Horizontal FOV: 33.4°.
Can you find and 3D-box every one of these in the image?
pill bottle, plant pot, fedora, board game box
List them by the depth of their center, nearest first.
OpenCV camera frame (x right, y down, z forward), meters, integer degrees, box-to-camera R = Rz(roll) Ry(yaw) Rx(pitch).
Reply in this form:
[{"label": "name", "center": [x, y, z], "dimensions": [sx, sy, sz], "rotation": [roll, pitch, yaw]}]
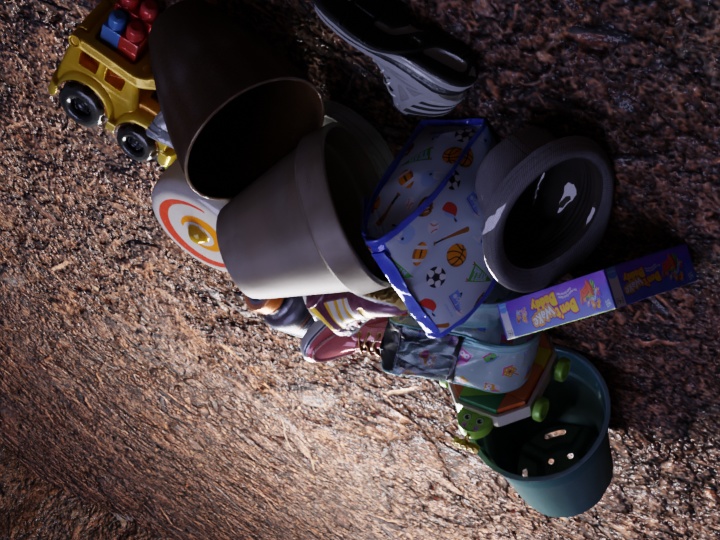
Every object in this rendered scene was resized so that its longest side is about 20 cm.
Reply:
[{"label": "fedora", "center": [0.189, -0.081, 1.322], "dimensions": [0.091, 0.176, 0.201], "rotation": [50, 175, 38]}, {"label": "board game box", "center": [0.270, 0.026, 1.391], "dimensions": [0.199, 0.133, 0.046], "rotation": [-25, 82, 59]}, {"label": "plant pot", "center": [-0.069, -0.049, 1.411], "dimensions": [0.171, 0.202, 0.201], "rotation": [-20, 128, 19]}, {"label": "plant pot", "center": [-0.170, -0.222, 1.430], "dimensions": [0.201, 0.185, 0.188], "rotation": [54, 162, 27]}, {"label": "plant pot", "center": [0.267, 0.240, 1.680], "dimensions": [0.198, 0.202, 0.197], "rotation": [15, 155, 31]}, {"label": "pill bottle", "center": [-0.072, 0.045, 1.734], "dimensions": [0.198, 0.108, 0.105], "rotation": [19, 167, -42]}]

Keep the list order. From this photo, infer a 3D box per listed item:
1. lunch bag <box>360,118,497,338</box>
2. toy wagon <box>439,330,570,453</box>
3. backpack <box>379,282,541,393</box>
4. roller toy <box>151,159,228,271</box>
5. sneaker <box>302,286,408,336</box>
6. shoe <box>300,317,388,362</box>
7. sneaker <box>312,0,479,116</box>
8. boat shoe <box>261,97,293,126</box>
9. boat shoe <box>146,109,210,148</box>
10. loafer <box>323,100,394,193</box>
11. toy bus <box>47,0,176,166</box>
[{"label": "lunch bag", "center": [0.091, -0.049, 1.395], "dimensions": [0.123, 0.201, 0.171], "rotation": [3, 140, 43]}, {"label": "toy wagon", "center": [0.182, 0.152, 1.605], "dimensions": [0.153, 0.201, 0.040], "rotation": [17, 147, 28]}, {"label": "backpack", "center": [0.139, 0.062, 1.543], "dimensions": [0.197, 0.176, 0.155], "rotation": [19, 122, 3]}, {"label": "roller toy", "center": [-0.196, -0.094, 1.697], "dimensions": [0.198, 0.141, 0.183], "rotation": [3, 140, 43]}, {"label": "sneaker", "center": [0.002, 0.041, 1.504], "dimensions": [0.199, 0.074, 0.091], "rotation": [17, 128, 49]}, {"label": "shoe", "center": [0.015, 0.090, 1.679], "dimensions": [0.091, 0.198, 0.072], "rotation": [59, 176, 43]}, {"label": "sneaker", "center": [0.025, -0.230, 1.319], "dimensions": [0.199, 0.076, 0.116], "rotation": [32, 150, 0]}, {"label": "boat shoe", "center": [-0.096, -0.162, 1.571], "dimensions": [0.092, 0.075, 0.202], "rotation": [24, 143, 29]}, {"label": "boat shoe", "center": [-0.180, -0.143, 1.544], "dimensions": [0.201, 0.065, 0.075], "rotation": [37, -169, -25]}, {"label": "loafer", "center": [0.007, -0.126, 1.504], "dimensions": [0.200, 0.070, 0.069], "rotation": [47, 150, -21]}, {"label": "toy bus", "center": [-0.283, -0.264, 1.555], "dimensions": [0.199, 0.137, 0.192], "rotation": [34, 142, -4]}]
